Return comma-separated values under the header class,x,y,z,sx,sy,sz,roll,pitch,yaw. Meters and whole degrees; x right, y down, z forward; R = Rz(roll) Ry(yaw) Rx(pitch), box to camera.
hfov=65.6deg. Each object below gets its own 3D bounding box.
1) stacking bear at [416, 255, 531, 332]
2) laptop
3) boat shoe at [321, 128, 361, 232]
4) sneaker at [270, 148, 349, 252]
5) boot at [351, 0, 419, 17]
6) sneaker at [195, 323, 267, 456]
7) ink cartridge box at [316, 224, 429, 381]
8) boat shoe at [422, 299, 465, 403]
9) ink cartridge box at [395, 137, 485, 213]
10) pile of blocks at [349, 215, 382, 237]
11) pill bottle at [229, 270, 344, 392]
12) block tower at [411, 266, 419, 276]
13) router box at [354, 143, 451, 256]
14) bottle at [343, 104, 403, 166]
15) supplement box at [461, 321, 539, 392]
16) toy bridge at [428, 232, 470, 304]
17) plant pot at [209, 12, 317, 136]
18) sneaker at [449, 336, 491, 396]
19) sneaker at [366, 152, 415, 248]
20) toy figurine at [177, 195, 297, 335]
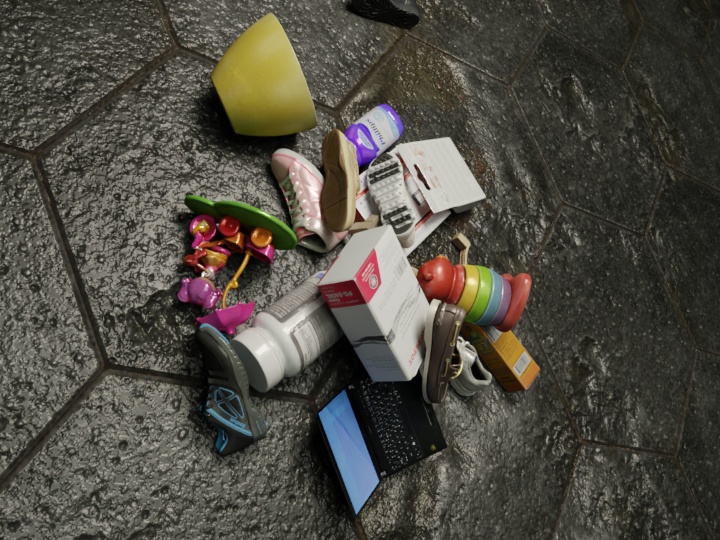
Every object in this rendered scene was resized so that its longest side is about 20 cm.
class,x,y,z,sx,sy,sz,roll,pitch,yaw
stacking bear,0.197,0.034,1.044,0.195,0.121,0.117,18,85,-11
laptop,0.040,0.264,0.920,0.195,0.103,0.182,-22,93,-8
boat shoe,-0.026,-0.156,0.992,0.064,0.070,0.206,20,57,-41
sneaker,-0.104,-0.119,1.004,0.201,0.075,0.105,48,51,-12
boot,0.052,-0.668,1.288,0.196,0.076,0.174,1,76,-37
sneaker,-0.204,0.178,0.820,0.081,0.073,0.205,-26,105,-24
ink cartridge box,0.034,0.056,0.903,0.203,0.082,0.146,62,39,-24
boat shoe,0.138,0.142,0.915,0.072,0.058,0.205,-51,145,-54
ink cartridge box,0.161,-0.194,1.174,0.197,0.047,0.163,-20,76,-44
pile of blocks,0.000,0.000,1.031,0.081,0.061,0.206,28,68,-49
pill bottle,-0.106,0.098,0.905,0.198,0.113,0.115,-35,92,-34
block tower,0.073,0.094,1.047,0.053,0.058,0.205,23,61,-21
router box,0.068,-0.130,1.126,0.199,0.049,0.181,-40,95,-34
bottle,0.005,-0.257,1.123,0.084,0.065,0.200,51,56,-6
supplement box,0.275,0.149,1.140,0.068,0.066,0.202,-38,93,-30
toy bridge,0.181,0.014,1.155,0.067,0.027,0.202,42,57,-12
plant pot,-0.180,-0.319,0.982,0.139,0.200,0.204,-26,86,-6
sneaker,0.178,0.150,1.070,0.200,0.087,0.075,47,58,-7
sneaker,0.061,-0.132,1.057,0.081,0.073,0.205,55,21,-58
toy figurine,-0.221,0.002,0.877,0.195,0.151,0.189,19,72,1
